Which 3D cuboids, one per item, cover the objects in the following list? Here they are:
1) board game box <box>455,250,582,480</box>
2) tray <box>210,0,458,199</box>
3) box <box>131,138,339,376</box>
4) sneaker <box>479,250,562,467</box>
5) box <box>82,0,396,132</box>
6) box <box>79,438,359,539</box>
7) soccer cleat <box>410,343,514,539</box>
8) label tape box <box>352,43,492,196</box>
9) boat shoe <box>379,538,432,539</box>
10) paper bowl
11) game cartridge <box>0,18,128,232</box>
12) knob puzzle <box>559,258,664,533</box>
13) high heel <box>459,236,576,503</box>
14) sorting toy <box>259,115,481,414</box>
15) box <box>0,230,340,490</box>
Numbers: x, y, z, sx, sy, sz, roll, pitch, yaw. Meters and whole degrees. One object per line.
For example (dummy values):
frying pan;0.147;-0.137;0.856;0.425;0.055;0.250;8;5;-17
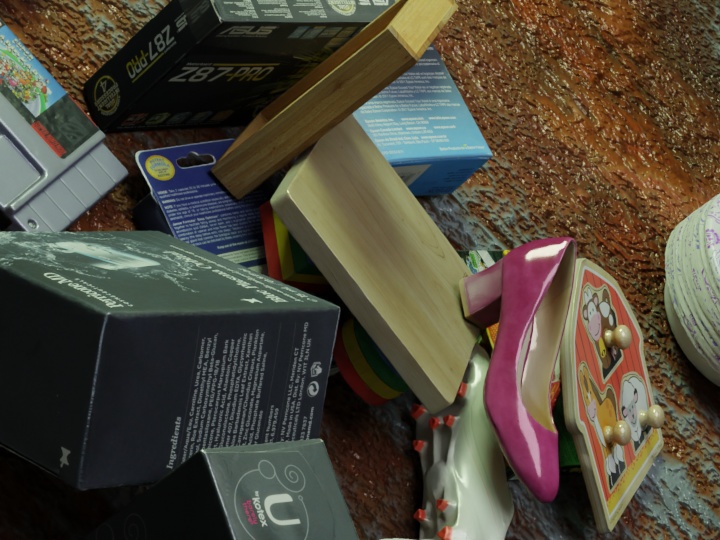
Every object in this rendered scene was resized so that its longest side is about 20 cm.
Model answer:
board game box;0.124;0.075;1.938;0.105;0.023;0.200;2;60;-44
tray;-0.020;-0.135;1.770;0.037;0.200;0.099;47;35;-9
box;-0.094;-0.003;1.778;0.121;0.032;0.200;-12;71;-49
sneaker;0.125;0.073;1.887;0.077;0.073;0.200;10;51;0
box;-0.089;-0.167;1.808;0.200;0.161;0.049;-6;65;-47
box;-0.100;0.203;1.483;0.106;0.200;0.123;-1;61;-45
soccer cleat;0.082;0.150;1.812;0.077;0.069;0.200;29;51;-33
label tape box;0.004;-0.159;1.968;0.144;0.063;0.200;-5;63;-46
boat shoe;0.044;0.279;1.673;0.069;0.071;0.200;14;43;-35
paper bowl;0.354;0.032;2.129;0.200;0.104;0.201;25;47;-30
game cartridge;-0.267;-0.114;1.698;0.200;0.038;0.130;48;43;-5
knob puzzle;0.207;0.084;1.916;0.220;0.030;0.220;30;56;-59
high heel;0.142;0.073;1.787;0.067;0.096;0.200;37;34;-52
sorting toy;0.000;0.000;1.797;0.200;0.070;0.199;53;23;-12
box;-0.154;0.052;1.534;0.200;0.196;0.118;-2;107;-45
